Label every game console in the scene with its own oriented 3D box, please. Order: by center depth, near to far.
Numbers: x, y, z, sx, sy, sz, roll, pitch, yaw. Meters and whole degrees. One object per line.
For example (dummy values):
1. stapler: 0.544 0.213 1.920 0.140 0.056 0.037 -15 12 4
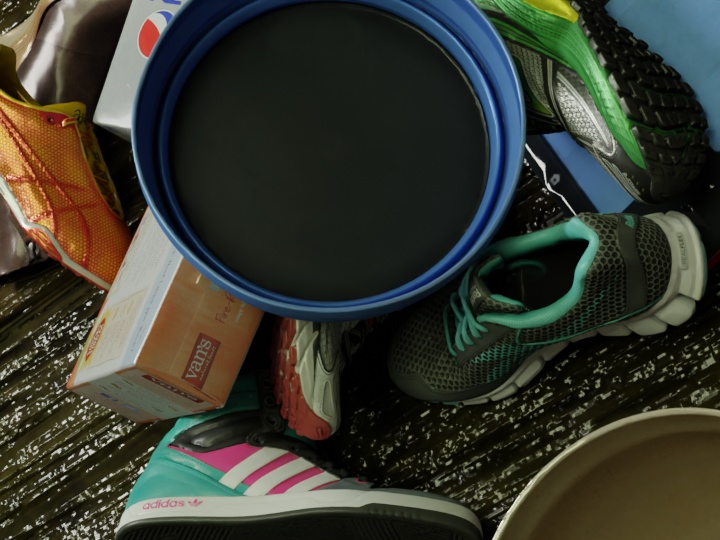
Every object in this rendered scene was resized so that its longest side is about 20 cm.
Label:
1. game console: 0.163 -0.101 0.958 0.177 0.031 0.201 -42 54 16

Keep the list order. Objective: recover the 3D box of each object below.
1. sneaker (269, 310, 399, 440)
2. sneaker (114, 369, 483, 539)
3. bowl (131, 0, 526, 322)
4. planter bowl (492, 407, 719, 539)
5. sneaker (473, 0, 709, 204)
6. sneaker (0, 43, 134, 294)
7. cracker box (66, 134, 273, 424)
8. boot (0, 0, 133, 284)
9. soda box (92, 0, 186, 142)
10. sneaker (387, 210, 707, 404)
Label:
1. sneaker: 0.000 0.000 0.984 0.081 0.078 0.202 15 61 -3
2. sneaker: -0.028 0.113 0.992 0.198 0.084 0.121 1 43 7
3. bowl: -0.016 -0.068 0.910 0.198 0.039 0.203 1 70 -2
4. planter bowl: 0.165 0.175 0.796 0.199 0.134 0.202 -13 66 31
5. sneaker: 0.111 -0.095 0.946 0.086 0.078 0.200 -56 42 22
6. sneaker: -0.188 -0.061 1.129 0.077 0.073 0.200 -41 87 6
7. cracker box: -0.099 0.012 1.012 0.135 0.057 0.200 -67 14 -14
8. boot: -0.189 -0.097 1.198 0.199 0.072 0.168 -24 74 25
9. soda box: -0.100 -0.174 1.147 0.068 0.063 0.202 12 82 35
10. sneaker: 0.077 0.013 0.930 0.199 0.091 0.078 -29 63 37
